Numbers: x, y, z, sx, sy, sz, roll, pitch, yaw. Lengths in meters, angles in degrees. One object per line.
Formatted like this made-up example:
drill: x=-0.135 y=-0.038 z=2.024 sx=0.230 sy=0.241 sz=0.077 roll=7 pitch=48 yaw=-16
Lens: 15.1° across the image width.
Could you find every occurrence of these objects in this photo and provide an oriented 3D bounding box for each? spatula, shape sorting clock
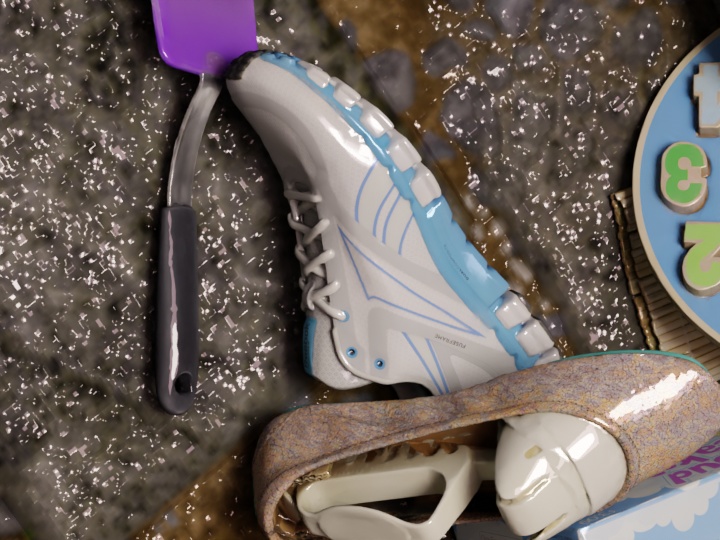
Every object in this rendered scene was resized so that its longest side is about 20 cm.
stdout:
spatula: x=-0.070 y=-0.041 z=1.108 sx=0.056 sy=0.020 sz=0.201 roll=5 pitch=89 yaw=-42
shape sorting clock: x=0.218 y=-0.040 z=1.179 sx=0.199 sy=0.039 sz=0.201 roll=-3 pitch=67 yaw=7

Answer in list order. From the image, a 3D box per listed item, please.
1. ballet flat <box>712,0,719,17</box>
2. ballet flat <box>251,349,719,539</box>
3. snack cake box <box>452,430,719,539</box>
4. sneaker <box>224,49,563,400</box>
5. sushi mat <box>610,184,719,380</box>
ballet flat: x=0.176 y=-0.176 z=1.203 sx=0.068 sy=0.068 sz=0.201 roll=20 pitch=64 yaw=-15
ballet flat: x=0.048 y=0.082 z=1.077 sx=0.067 sy=0.199 sz=0.068 roll=-72 pitch=144 yaw=-51
snack cake box: x=0.153 y=0.103 z=1.158 sx=0.199 sy=0.115 sz=0.068 roll=-19 pitch=98 yaw=-25
sneaker: x=0.000 y=0.000 z=1.113 sx=0.087 sy=0.075 sz=0.200 roll=-43 pitch=109 yaw=-12
sushi mat: x=0.207 y=-0.019 z=1.245 sx=0.199 sy=0.012 sz=0.096 roll=-21 pitch=98 yaw=-25
